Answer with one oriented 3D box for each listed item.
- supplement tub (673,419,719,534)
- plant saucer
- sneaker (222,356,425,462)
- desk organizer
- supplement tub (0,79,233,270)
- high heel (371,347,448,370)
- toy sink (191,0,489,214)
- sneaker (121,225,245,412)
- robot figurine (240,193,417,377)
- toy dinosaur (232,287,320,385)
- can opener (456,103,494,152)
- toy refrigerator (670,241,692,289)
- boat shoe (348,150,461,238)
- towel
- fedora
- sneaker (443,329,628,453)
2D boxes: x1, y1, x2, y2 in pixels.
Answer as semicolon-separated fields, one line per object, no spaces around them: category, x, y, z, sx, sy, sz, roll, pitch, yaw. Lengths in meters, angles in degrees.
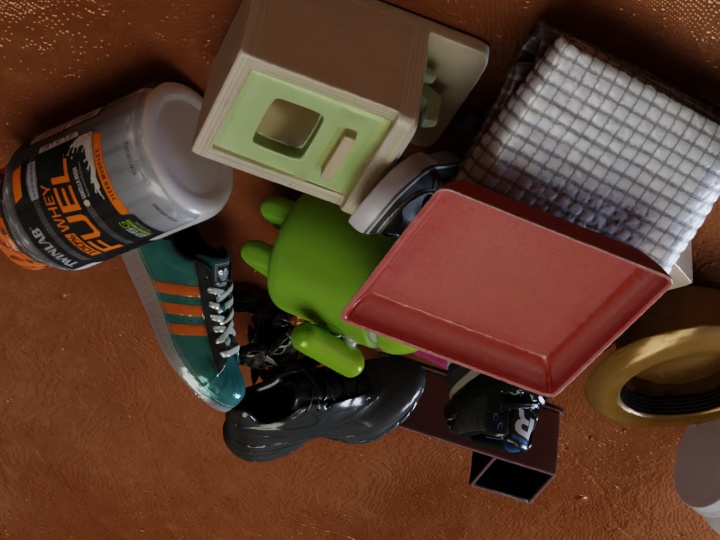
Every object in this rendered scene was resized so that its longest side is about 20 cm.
supplement tub;0.417;0.209;1.750;0.199;0.146;0.145;27;139;-22
plant saucer;0.111;0.010;1.418;0.199;0.037;0.200;21;142;-13
sneaker;-0.033;0.123;1.702;0.199;0.076;0.091;-18;152;-8
desk organizer;0.097;0.159;1.806;0.199;0.077;0.072;18;142;-11
supplement tub;-0.216;-0.074;1.534;0.199;0.123;0.122;-21;134;33
high heel;0.082;0.048;1.677;0.199;0.068;0.096;12;155;18
toy sink;-0.015;-0.132;1.425;0.199;0.112;0.130;19;142;-13
sneaker;-0.144;0.026;1.623;0.080;0.071;0.201;-27;90;19
robot figurine;0.000;0.000;1.564;0.199;0.176;0.116;22;171;20
toy dinosaur;-0.082;0.055;1.723;0.135;0.102;0.201;-2;125;-9
can opener;0.135;-0.037;1.491;0.053;0.067;0.201;-18;109;31
toy refrigerator;0.182;-0.011;1.579;0.199;0.070;0.076;-16;143;30
boat shoe;0.053;-0.055;1.459;0.057;0.200;0.069;44;113;9
towel;0.181;-0.087;1.420;0.199;0.086;0.166;24;112;-19
fedora;0.295;0.071;1.637;0.199;0.082;0.201;-7;148;-5
sneaker;0.160;0.099;1.585;0.200;0.112;0.073;-26;138;38
